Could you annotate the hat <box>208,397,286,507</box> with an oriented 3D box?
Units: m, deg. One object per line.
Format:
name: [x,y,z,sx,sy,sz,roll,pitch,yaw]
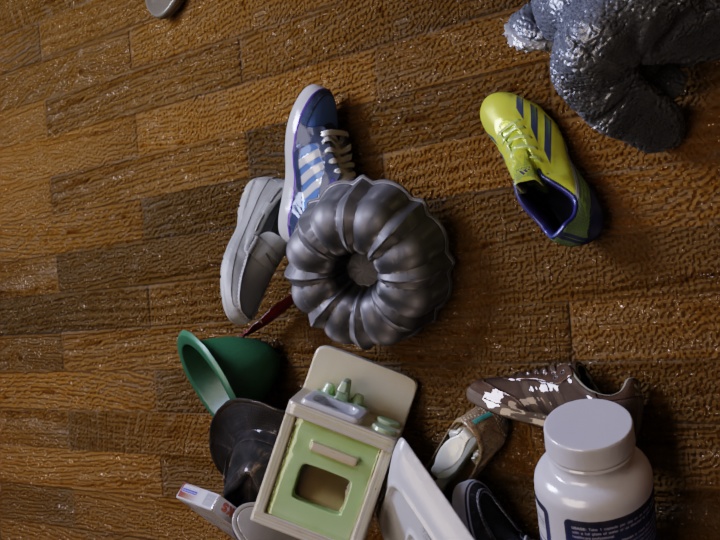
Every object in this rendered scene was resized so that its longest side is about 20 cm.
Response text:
hat: [-0.123,0.255,1.526,0.200,0.081,0.201,17,131,20]

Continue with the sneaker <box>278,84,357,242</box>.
sneaker: [-0.016,-0.112,1.472,0.146,0.080,0.201,13,97,33]

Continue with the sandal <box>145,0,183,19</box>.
sandal: [-0.260,-0.444,1.705,0.080,0.054,0.201,47,123,33]

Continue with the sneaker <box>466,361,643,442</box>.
sneaker: [0.202,0.128,1.277,0.199,0.070,0.076,14,86,39]

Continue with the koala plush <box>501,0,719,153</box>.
koala plush: [0.224,-0.239,1.162,0.178,0.183,0.200,-59,43,29]

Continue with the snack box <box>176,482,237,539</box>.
snack box: [-0.141,0.327,1.548,0.072,0.200,0.024,7,59,44]

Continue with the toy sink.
toy sink: [-0.027,0.202,1.409,0.130,0.112,0.201,20,95,6]

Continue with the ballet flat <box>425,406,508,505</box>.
ballet flat: [0.093,0.227,1.381,0.070,0.065,0.201,44,122,32]

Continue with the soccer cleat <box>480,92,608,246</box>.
soccer cleat: [0.175,-0.109,1.264,0.065,0.083,0.201,-50,58,35]

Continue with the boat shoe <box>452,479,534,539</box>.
boat shoe: [0.165,0.308,1.309,0.068,0.072,0.201,-35,72,40]

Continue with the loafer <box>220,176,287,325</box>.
loafer: [-0.124,-0.028,1.545,0.069,0.070,0.201,-2,65,27]

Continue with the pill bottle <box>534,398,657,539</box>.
pill bottle: [0.222,0.226,1.172,0.111,0.111,0.201,19,129,43]

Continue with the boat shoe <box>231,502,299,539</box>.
boat shoe: [-0.076,0.348,1.496,0.063,0.199,0.073,-37,23,57]

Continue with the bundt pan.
bundt pan: [0.000,0.000,1.397,0.201,0.076,0.203,8,112,21]

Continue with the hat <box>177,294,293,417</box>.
hat: [-0.122,0.109,1.625,0.166,0.176,0.200,61,158,-7]

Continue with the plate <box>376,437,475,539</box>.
plate: [0.076,0.306,1.356,0.200,0.032,0.200,55,156,25]
